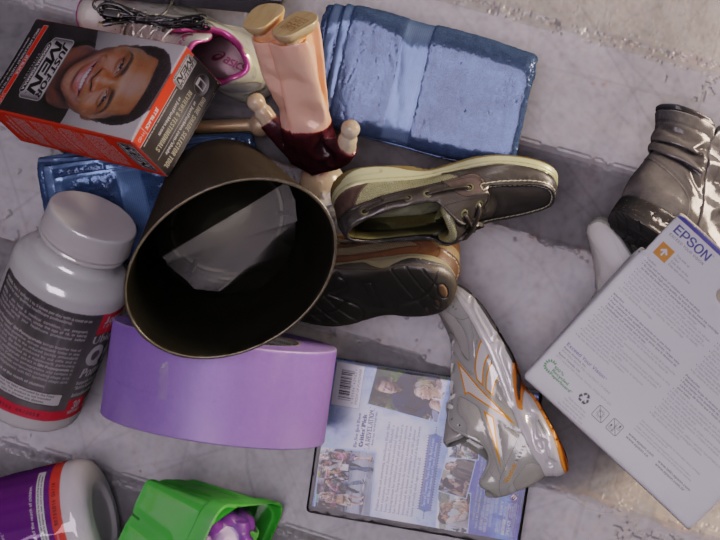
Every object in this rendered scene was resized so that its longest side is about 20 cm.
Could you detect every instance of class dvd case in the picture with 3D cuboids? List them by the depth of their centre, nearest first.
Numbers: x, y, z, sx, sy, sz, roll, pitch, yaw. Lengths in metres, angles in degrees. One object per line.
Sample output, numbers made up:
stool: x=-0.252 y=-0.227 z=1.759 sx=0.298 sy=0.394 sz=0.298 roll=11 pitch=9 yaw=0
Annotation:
dvd case: x=0.057 y=0.165 z=1.690 sx=0.198 sy=0.018 sz=0.144 roll=9 pitch=93 yaw=7

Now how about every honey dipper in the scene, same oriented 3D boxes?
honey dipper: x=-0.178 y=-0.129 z=1.708 sx=0.198 sy=0.038 sz=0.038 roll=-1 pitch=92 yaw=4

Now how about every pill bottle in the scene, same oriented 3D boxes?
pill bottle: x=-0.270 y=0.034 z=1.656 sx=0.110 sy=0.111 sz=0.201 roll=28 pitch=116 yaw=6
pill bottle: x=-0.326 y=0.245 z=1.698 sx=0.198 sy=0.112 sz=0.114 roll=-13 pitch=90 yaw=8

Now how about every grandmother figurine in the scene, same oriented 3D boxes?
grandmother figurine: x=-0.045 y=-0.128 z=1.618 sx=0.060 sy=0.121 sz=0.201 roll=-33 pitch=129 yaw=-27

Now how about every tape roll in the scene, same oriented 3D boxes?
tape roll: x=-0.123 y=0.095 z=1.621 sx=0.198 sy=0.200 sz=0.086 roll=9 pitch=92 yaw=7

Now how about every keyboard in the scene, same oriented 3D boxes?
keyboard: x=-0.165 y=-0.252 z=1.663 sx=0.198 sy=0.128 sz=0.021 roll=6 pitch=131 yaw=8

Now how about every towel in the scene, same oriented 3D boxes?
towel: x=0.053 y=-0.163 z=1.657 sx=0.198 sy=0.049 sz=0.113 roll=16 pitch=96 yaw=8
towel: x=-0.188 y=-0.063 z=1.691 sx=0.198 sy=0.049 sz=0.113 roll=-7 pitch=108 yaw=7

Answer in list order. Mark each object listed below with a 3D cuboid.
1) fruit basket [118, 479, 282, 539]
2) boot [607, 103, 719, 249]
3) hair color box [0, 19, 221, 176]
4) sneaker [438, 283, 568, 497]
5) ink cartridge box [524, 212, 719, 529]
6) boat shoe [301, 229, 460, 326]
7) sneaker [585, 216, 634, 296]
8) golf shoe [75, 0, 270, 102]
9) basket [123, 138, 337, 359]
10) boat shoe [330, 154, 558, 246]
fruit basket: x=-0.123 y=0.303 z=1.665 sx=0.214 sy=0.155 sz=0.218 roll=-3 pitch=83 yaw=24
boot: x=0.320 y=-0.049 z=1.619 sx=0.199 sy=0.070 sz=0.132 roll=36 pitch=70 yaw=-18
hair color box: x=-0.229 y=-0.154 z=1.637 sx=0.199 sy=0.061 sz=0.102 roll=14 pitch=69 yaw=38
sneaker: x=0.100 y=0.106 z=1.637 sx=0.091 sy=0.076 sz=0.201 roll=-29 pitch=72 yaw=3
ink cartridge box: x=0.276 y=0.083 z=1.581 sx=0.199 sy=0.041 sz=0.200 roll=43 pitch=108 yaw=1
boat shoe: x=0.000 y=0.000 z=1.669 sx=0.198 sy=0.074 sz=0.076 roll=0 pitch=132 yaw=23
sneaker: x=0.228 y=0.053 z=1.638 sx=0.080 sy=0.070 sz=0.202 roll=-19 pitch=90 yaw=11
golf shoe: x=-0.168 y=-0.211 z=1.674 sx=0.198 sy=0.092 sz=0.076 roll=19 pitch=96 yaw=8
basket: x=-0.111 y=-0.032 z=1.561 sx=0.179 sy=0.200 sz=0.137 roll=-30 pitch=109 yaw=5
boat shoe: x=0.075 y=-0.053 z=1.607 sx=0.199 sy=0.072 sz=0.066 roll=-3 pitch=53 yaw=-4
